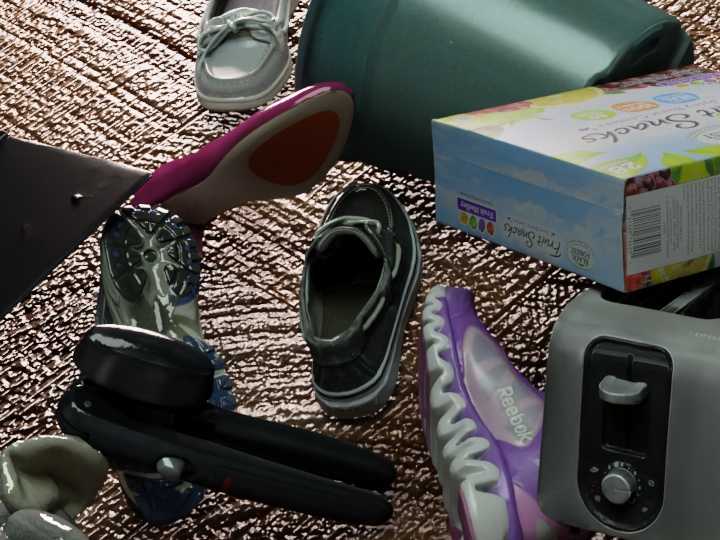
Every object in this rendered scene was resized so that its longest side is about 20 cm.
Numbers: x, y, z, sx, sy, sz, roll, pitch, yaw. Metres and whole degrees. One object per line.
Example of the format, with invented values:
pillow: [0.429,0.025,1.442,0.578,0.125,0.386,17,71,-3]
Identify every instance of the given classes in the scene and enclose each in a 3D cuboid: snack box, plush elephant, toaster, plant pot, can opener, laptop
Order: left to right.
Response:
laptop: [-0.246,0.014,1.278,0.116,0.200,0.187,38,55,8]
plush elephant: [-0.179,0.177,1.061,0.200,0.165,0.155,44,19,11]
can opener: [-0.073,0.098,1.134,0.199,0.079,0.064,24,52,-8]
plant pot: [0.094,-0.126,1.306,0.195,0.201,0.200,28,54,30]
snack box: [0.167,-0.056,1.127,0.199,0.068,0.168,-15,22,-30]
toaster: [0.213,0.067,1.054,0.180,0.120,0.200,12,23,32]

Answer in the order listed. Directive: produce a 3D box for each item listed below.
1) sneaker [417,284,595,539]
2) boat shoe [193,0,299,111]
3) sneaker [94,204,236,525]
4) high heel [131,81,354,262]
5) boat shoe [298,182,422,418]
sneaker: [0.082,0.087,1.142,0.088,0.081,0.201,-9,44,-5]
boat shoe: [-0.085,-0.191,1.519,0.074,0.065,0.203,-1,41,14]
sneaker: [-0.123,0.065,1.229,0.076,0.085,0.201,4,58,-17]
high heel: [-0.080,-0.080,1.322,0.199,0.067,0.097,-36,40,27]
boat shoe: [0.000,0.000,1.264,0.071,0.071,0.201,-8,39,7]
